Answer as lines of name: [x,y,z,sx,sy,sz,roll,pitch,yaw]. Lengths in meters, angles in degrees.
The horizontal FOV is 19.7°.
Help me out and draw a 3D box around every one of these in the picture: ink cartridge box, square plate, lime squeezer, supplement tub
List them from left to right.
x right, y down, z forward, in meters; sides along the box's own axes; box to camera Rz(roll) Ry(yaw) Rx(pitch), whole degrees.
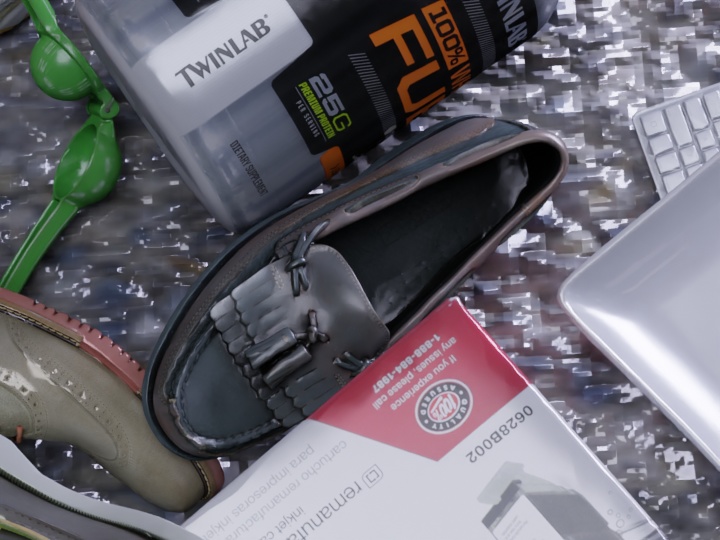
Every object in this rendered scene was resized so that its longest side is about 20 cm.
lime squeezer: [-0.136,-0.068,0.867,0.070,0.038,0.201,-3,103,-9]
supplement tub: [-0.005,-0.117,0.842,0.200,0.123,0.123,-36,75,-5]
ink cartridge box: [0.048,0.135,0.788,0.147,0.083,0.200,-40,75,-7]
square plate: [0.213,0.021,0.825,0.200,0.028,0.198,-40,78,-12]

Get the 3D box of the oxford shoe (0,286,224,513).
oxford shoe: [-0.148,0.046,0.821,0.199,0.071,0.074,33,63,0]

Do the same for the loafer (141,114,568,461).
loafer: [0.000,0.000,0.811,0.200,0.063,0.072,-40,105,-23]

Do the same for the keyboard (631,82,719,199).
keyboard: [0.169,0.017,0.848,0.056,0.011,0.201,-17,73,0]

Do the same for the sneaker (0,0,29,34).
sneaker: [-0.126,-0.179,0.889,0.076,0.088,0.200,42,80,16]

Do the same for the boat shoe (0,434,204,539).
boat shoe: [-0.107,0.115,0.743,0.201,0.072,0.060,25,48,18]
